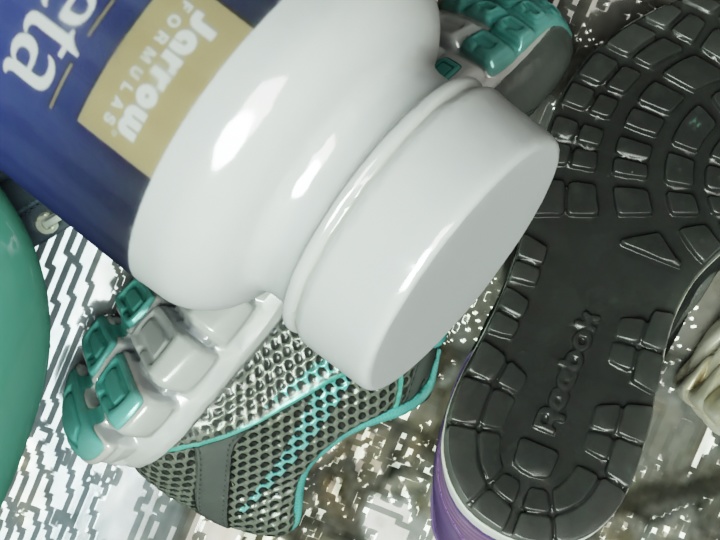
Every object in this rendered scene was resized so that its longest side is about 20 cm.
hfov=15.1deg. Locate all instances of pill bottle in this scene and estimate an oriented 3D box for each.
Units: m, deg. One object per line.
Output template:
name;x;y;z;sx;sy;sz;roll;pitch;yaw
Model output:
pill bottle;-0.049;-0.060;0.721;0.200;0.111;0.111;37;92;13

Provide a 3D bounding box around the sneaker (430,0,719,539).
sneaker;0.072;0.004;0.856;0.075;0.088;0.201;30;69;2

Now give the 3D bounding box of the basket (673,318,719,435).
basket;0.208;0.017;0.840;0.123;0.136;0.200;41;90;-10

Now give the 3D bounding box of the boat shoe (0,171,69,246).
boat shoe;-0.036;-0.071;0.817;0.199;0.075;0.062;-30;118;5

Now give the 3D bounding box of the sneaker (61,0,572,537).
sneaker;0.000;0.000;0.848;0.200;0.078;0.091;-46;118;3

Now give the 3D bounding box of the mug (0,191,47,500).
mug;-0.181;0.018;0.775;0.184;0.115;0.153;6;129;9
